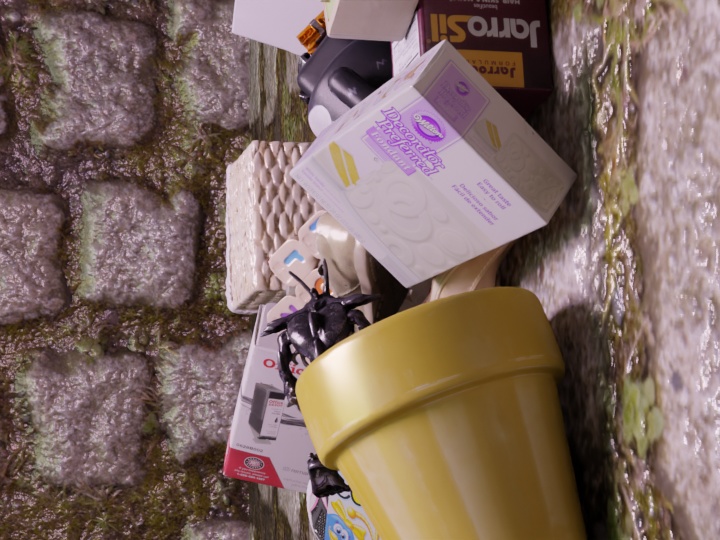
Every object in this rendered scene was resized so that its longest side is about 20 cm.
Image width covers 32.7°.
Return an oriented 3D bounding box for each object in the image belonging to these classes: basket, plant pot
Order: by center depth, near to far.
[{"bbox_3d":[0.075,0.139,0.912,0.201,0.201,0.189,114,137,-64],"label":"plant pot"},{"bbox_3d":[-0.061,-0.050,1.528,0.161,0.198,0.200,149,120,-75],"label":"basket"}]

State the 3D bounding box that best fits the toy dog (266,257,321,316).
[{"bbox_3d":[-0.023,-0.021,1.308,0.200,0.096,0.132,-46,3,1],"label":"toy dog"}]

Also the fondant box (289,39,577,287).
[{"bbox_3d":[0.051,-0.075,0.964,0.058,0.144,0.200,-54,14,-31],"label":"fondant box"}]

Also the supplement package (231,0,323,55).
[{"bbox_3d":[-0.031,-0.349,1.324,0.151,0.152,0.200,104,-175,-51],"label":"supplement package"}]

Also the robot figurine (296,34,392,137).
[{"bbox_3d":[0.035,-0.137,1.104,0.200,0.150,0.125,44,142,26],"label":"robot figurine"}]

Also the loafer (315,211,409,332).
[{"bbox_3d":[0.000,0.000,1.145,0.076,0.068,0.200,-55,-20,-26],"label":"loafer"}]

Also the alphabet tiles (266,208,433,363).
[{"bbox_3d":[0.002,0.035,1.244,0.196,0.200,0.015,-43,0,31],"label":"alphabet tiles"}]

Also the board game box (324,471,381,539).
[{"bbox_3d":[0.039,0.226,1.167,0.103,0.105,0.200,28,126,34],"label":"board game box"}]

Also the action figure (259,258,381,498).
[{"bbox_3d":[-0.020,0.096,1.080,0.102,0.119,0.200,53,-156,-64],"label":"action figure"}]

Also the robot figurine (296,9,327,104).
[{"bbox_3d":[0.001,-0.212,1.242,0.058,0.145,0.200,46,-178,26],"label":"robot figurine"}]

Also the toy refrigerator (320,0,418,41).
[{"bbox_3d":[-0.003,-0.286,0.986,0.076,0.070,0.200,115,151,-57],"label":"toy refrigerator"}]

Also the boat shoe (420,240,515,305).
[{"bbox_3d":[0.097,0.026,1.084,0.065,0.072,0.200,43,135,12],"label":"boat shoe"}]

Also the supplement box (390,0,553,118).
[{"bbox_3d":[0.085,-0.227,1.003,0.086,0.110,0.200,138,130,-71],"label":"supplement box"}]

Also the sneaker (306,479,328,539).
[{"bbox_3d":[-0.017,0.219,1.248,0.086,0.080,0.200,-104,8,-74],"label":"sneaker"}]

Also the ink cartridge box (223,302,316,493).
[{"bbox_3d":[-0.066,0.151,1.393,0.083,0.147,0.200,-83,7,-56],"label":"ink cartridge box"}]
